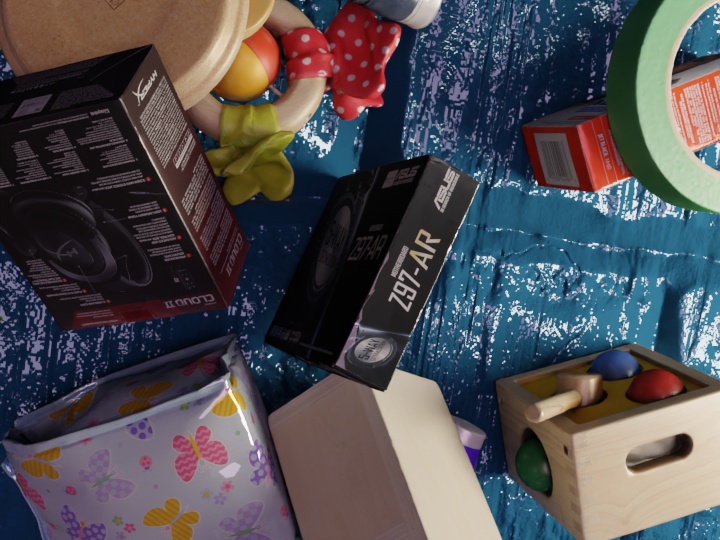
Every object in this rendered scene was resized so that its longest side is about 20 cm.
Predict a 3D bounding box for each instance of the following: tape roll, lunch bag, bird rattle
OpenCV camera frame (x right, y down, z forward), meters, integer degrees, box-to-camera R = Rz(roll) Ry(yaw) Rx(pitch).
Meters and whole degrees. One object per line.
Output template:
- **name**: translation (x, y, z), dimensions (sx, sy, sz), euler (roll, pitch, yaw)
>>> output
- **tape roll**: translation (0.298, -0.147, 0.731), dimensions (0.198, 0.048, 0.203), euler (-2, 98, -14)
- **lunch bag**: translation (-0.165, 0.166, 0.729), dimensions (0.198, 0.127, 0.171), euler (-21, 106, 1)
- **bird rattle**: translation (-0.073, -0.157, 0.720), dimensions (0.163, 0.113, 0.200), euler (41, 84, -1)

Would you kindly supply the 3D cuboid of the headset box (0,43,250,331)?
- **headset box**: translation (-0.181, -0.044, 0.658), dimensions (0.147, 0.078, 0.201), euler (-8, 130, 18)

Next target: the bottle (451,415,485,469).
- **bottle**: translation (0.055, 0.231, 0.824), dimensions (0.065, 0.084, 0.202), euler (23, 92, 10)

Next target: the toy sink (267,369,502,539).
- **toy sink**: translation (0.024, 0.192, 0.723), dimensions (0.112, 0.201, 0.130), euler (-34, 150, 22)

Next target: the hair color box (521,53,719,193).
- **hair color box**: translation (0.258, -0.134, 0.804), dimensions (0.198, 0.111, 0.065), euler (-21, 103, -12)

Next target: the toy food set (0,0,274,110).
- **toy food set**: translation (-0.177, -0.204, 0.678), dimensions (0.197, 0.049, 0.201), euler (32, 86, 4)

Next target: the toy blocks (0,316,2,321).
- **toy blocks**: translation (-0.390, 0.035, 0.674), dimensions (0.199, 0.100, 0.137), euler (34, 101, -17)

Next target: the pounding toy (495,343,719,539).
- **pounding toy**: translation (0.208, 0.136, 0.797), dimensions (0.198, 0.184, 0.144), euler (-13, 102, -13)

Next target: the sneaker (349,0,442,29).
- **sneaker**: translation (-0.009, -0.297, 0.688), dimensions (0.145, 0.077, 0.205), euler (6, 75, -29)

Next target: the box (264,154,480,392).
- **box**: translation (0.000, 0.000, 0.697), dimensions (0.043, 0.200, 0.162), euler (27, 82, -18)
